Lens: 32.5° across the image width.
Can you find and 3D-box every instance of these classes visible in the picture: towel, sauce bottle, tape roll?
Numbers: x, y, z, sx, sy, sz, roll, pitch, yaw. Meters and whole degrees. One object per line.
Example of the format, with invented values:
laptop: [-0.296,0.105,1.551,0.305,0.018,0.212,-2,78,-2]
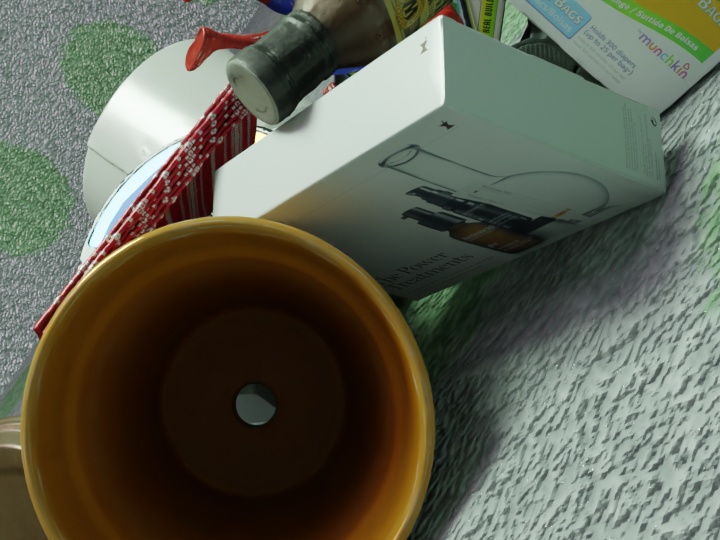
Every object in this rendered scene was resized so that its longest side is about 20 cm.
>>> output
towel: [-0.120,-0.017,0.732,0.201,0.022,0.145,-55,-3,-18]
sauce bottle: [0.013,-0.153,0.657,0.200,0.065,0.065,-45,12,-18]
tape roll: [-0.130,-0.086,1.110,0.202,0.138,0.204,-41,-29,-29]

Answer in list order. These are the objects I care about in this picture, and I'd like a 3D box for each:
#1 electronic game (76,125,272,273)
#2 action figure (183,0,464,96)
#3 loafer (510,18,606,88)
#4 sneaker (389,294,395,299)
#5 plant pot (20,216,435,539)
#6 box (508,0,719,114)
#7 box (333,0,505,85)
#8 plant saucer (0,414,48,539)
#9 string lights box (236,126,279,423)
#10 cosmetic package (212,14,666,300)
electronic game: [-0.107,-0.009,0.828,0.197,0.042,0.203,-11,61,21]
action figure: [-0.005,-0.132,0.709,0.052,0.197,0.066,-37,54,58]
loafer: [0.117,-0.113,0.777,0.201,0.071,0.063,-64,-2,-55]
sneaker: [0.000,0.000,0.845,0.079,0.077,0.201,-19,37,43]
plant pot: [-0.063,0.077,0.672,0.201,0.199,0.183,-53,-1,-1]
box: [0.162,-0.196,0.712,0.101,0.112,0.201,-43,19,33]
box: [0.038,-0.153,0.810,0.035,0.108,0.202,-76,-8,-51]
plant saucer: [-0.223,0.201,0.842,0.200,0.201,0.029,-45,-13,25]
string lights box: [-0.094,0.004,0.877,0.101,0.059,0.203,-6,63,25]
cosmetic package: [0.035,-0.047,0.648,0.199,0.149,0.052,-26,55,48]
